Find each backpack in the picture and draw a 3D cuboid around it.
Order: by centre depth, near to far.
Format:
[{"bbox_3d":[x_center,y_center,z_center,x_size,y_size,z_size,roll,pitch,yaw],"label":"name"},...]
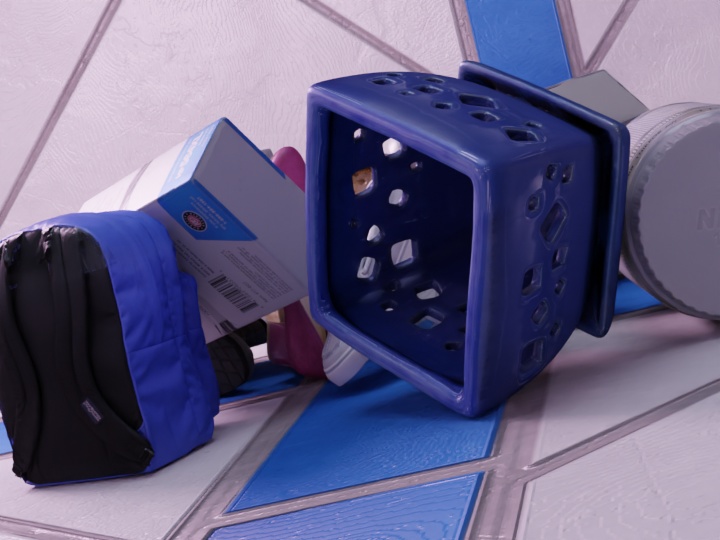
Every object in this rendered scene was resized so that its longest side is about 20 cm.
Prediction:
[{"bbox_3d":[-0.210,0.052,1.362,0.161,0.202,0.168,-12,7,28],"label":"backpack"}]

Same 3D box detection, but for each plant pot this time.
[{"bbox_3d":[0.085,-0.039,1.246,0.178,0.202,0.199,-20,34,-35],"label":"plant pot"}]

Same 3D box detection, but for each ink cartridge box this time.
[{"bbox_3d":[-0.142,-0.021,1.440,0.199,0.146,0.085,-24,33,40],"label":"ink cartridge box"}]

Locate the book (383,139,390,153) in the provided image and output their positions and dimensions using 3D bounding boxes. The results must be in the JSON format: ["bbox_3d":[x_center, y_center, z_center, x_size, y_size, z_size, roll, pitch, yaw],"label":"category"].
[{"bbox_3d":[0.131,-0.095,1.800,0.133,0.199,0.048,-32,30,55],"label":"book"}]

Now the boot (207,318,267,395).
[{"bbox_3d":[-0.134,0.070,1.614,0.130,0.069,0.199,-23,8,-39],"label":"boot"}]

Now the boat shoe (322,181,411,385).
[{"bbox_3d":[0.002,0.003,1.439,0.072,0.068,0.201,-33,26,56],"label":"boat shoe"}]

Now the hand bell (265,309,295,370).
[{"bbox_3d":[-0.055,0.050,1.640,0.103,0.105,0.200,-14,18,4],"label":"hand bell"}]

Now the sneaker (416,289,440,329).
[{"bbox_3d":[0.084,0.028,1.444,0.076,0.082,0.199,-21,8,-36],"label":"sneaker"}]

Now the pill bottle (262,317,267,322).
[{"bbox_3d":[-0.047,-0.004,1.846,0.198,0.116,0.114,-16,7,-9],"label":"pill bottle"}]

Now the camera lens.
[{"bbox_3d":[0.269,-0.048,1.323,0.158,0.162,0.200,-14,7,1],"label":"camera lens"}]

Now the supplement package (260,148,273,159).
[{"bbox_3d":[-0.158,-0.021,1.613,0.198,0.122,0.120,-24,4,7],"label":"supplement package"}]

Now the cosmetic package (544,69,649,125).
[{"bbox_3d":[0.198,-0.088,1.670,0.103,0.201,0.073,-21,54,-34],"label":"cosmetic package"}]

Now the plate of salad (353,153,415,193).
[{"bbox_3d":[0.030,-0.035,1.718,0.198,0.201,0.048,-11,38,28],"label":"plate of salad"}]

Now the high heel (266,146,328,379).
[{"bbox_3d":[-0.046,-0.007,1.494,0.067,0.203,0.095,3,1,-39],"label":"high heel"}]

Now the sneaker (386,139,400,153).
[{"bbox_3d":[0.075,-0.053,1.760,0.084,0.200,0.073,-30,27,24],"label":"sneaker"}]
